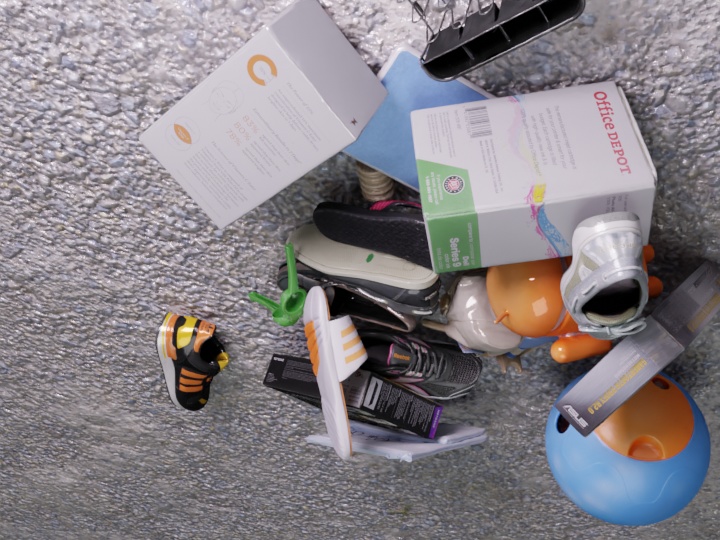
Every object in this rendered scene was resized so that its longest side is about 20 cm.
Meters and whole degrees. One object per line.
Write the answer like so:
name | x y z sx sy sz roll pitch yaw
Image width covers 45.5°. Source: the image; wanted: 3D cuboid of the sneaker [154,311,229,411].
sneaker | -0.228 0.141 1.230 0.090 0.070 0.201 6 138 11

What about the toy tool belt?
toy tool belt | 0.184 0.057 1.017 0.199 0.126 0.123 6 161 -19

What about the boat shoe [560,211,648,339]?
boat shoe | 0.223 0.021 0.772 0.074 0.065 0.202 -8 152 6

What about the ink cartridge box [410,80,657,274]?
ink cartridge box | 0.154 -0.087 0.795 0.199 0.146 0.088 -9 139 6

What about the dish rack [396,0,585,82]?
dish rack | 0.075 -0.266 0.703 0.153 0.055 0.200 -21 130 31

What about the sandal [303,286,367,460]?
sandal | -0.021 0.117 1.018 0.059 0.208 0.079 -12 -175 -18

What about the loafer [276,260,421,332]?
loafer | -0.017 0.029 1.037 0.199 0.063 0.072 7 145 21

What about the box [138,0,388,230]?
box | -0.094 -0.148 0.825 0.200 0.098 0.124 -28 111 37

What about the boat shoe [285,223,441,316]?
boat shoe | 0.000 0.000 0.979 0.199 0.072 0.068 18 144 28

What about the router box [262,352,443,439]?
router box | -0.013 0.167 1.148 0.199 0.051 0.149 4 160 47

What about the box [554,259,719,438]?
box | 0.312 0.081 0.931 0.048 0.200 0.159 46 128 15

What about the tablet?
tablet | 0.090 -0.130 0.868 0.199 0.014 0.130 25 123 -18

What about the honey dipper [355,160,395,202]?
honey dipper | 0.030 -0.051 0.976 0.038 0.038 0.200 0 140 13

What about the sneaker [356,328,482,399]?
sneaker | 0.058 0.119 1.108 0.199 0.081 0.086 7 170 4

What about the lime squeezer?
lime squeezer | -0.091 0.028 1.042 0.038 0.071 0.200 -13 167 -23

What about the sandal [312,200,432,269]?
sandal | 0.039 -0.049 0.918 0.199 0.045 0.075 15 144 31

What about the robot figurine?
robot figurine | 0.219 0.009 0.913 0.199 0.117 0.145 -4 114 -21

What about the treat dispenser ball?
treat dispenser ball | 0.336 0.219 1.089 0.200 0.201 0.201 6 140 6

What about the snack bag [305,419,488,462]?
snack bag | 0.048 0.227 1.187 0.188 0.022 0.200 1 180 39
